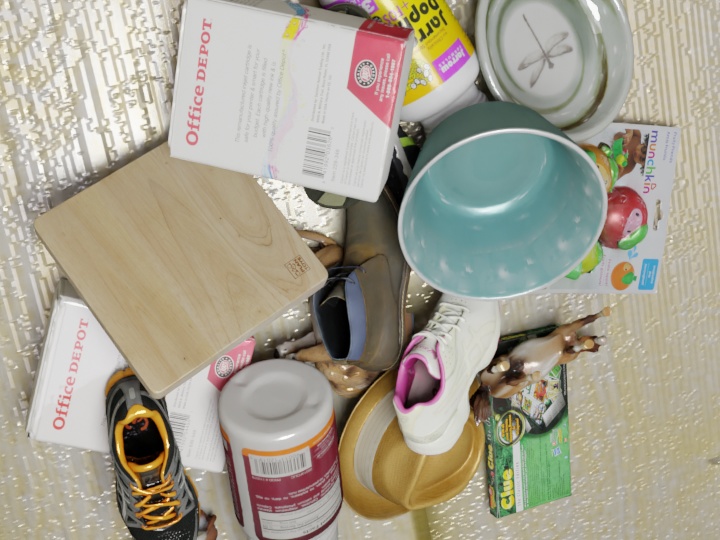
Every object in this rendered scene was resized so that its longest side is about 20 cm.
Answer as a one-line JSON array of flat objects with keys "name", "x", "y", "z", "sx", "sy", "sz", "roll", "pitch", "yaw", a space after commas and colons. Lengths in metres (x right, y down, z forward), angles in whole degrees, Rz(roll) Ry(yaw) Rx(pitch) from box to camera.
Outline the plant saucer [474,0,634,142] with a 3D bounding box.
[{"name": "plant saucer", "x": 0.189, "y": -0.227, "z": 1.168, "sx": 0.197, "sy": 0.050, "sz": 0.204, "roll": 3, "pitch": 85, "yaw": -29}]

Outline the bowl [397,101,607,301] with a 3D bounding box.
[{"name": "bowl", "x": 0.127, "y": -0.081, "z": 1.096, "sx": 0.197, "sy": 0.106, "sz": 0.203, "roll": -3, "pitch": 132, "yaw": -3}]

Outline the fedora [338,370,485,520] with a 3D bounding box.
[{"name": "fedora", "x": 0.069, "y": 0.187, "z": 1.209, "sx": 0.198, "sy": 0.081, "sz": 0.204, "roll": -15, "pitch": 118, "yaw": -31}]

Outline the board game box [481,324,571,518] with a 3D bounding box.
[{"name": "board game box", "x": 0.186, "y": 0.168, "z": 1.283, "sx": 0.103, "sy": 0.023, "sz": 0.204, "roll": -11, "pitch": 105, "yaw": -26}]

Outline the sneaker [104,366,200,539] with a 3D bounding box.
[{"name": "sneaker", "x": -0.200, "y": 0.196, "z": 1.087, "sx": 0.077, "sy": 0.077, "sz": 0.203, "roll": -17, "pitch": 107, "yaw": -10}]

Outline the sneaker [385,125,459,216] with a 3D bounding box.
[{"name": "sneaker", "x": 0.064, "y": -0.091, "z": 1.190, "sx": 0.083, "sy": 0.071, "sz": 0.202, "roll": -40, "pitch": 112, "yaw": -27}]

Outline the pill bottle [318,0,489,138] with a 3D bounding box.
[{"name": "pill bottle", "x": 0.050, "y": -0.220, "z": 1.124, "sx": 0.104, "sy": 0.104, "sz": 0.201, "roll": -37, "pitch": 109, "yaw": -3}]

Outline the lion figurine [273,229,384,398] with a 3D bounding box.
[{"name": "lion figurine", "x": -0.032, "y": 0.036, "z": 1.182, "sx": 0.121, "sy": 0.072, "sz": 0.204, "roll": -9, "pitch": 100, "yaw": -33}]

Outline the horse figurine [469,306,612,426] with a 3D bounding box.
[{"name": "horse figurine", "x": 0.184, "y": 0.096, "z": 1.199, "sx": 0.198, "sy": 0.133, "sz": 0.050, "roll": -28, "pitch": 83, "yaw": -15}]

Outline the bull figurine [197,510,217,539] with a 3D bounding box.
[{"name": "bull figurine", "x": -0.228, "y": 0.324, "z": 1.188, "sx": 0.065, "sy": 0.122, "sz": 0.201, "roll": 39, "pitch": 83, "yaw": 12}]

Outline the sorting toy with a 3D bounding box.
[{"name": "sorting toy", "x": -0.168, "y": -0.006, "z": 1.078, "sx": 0.197, "sy": 0.070, "sz": 0.201, "roll": -34, "pitch": 76, "yaw": -22}]

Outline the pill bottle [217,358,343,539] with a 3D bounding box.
[{"name": "pill bottle", "x": -0.075, "y": 0.198, "z": 1.136, "sx": 0.112, "sy": 0.115, "sz": 0.203, "roll": -12, "pitch": 127, "yaw": -11}]

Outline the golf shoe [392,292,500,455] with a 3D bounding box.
[{"name": "golf shoe", "x": 0.085, "y": 0.077, "z": 1.136, "sx": 0.092, "sy": 0.074, "sz": 0.203, "roll": 52, "pitch": 50, "yaw": -52}]

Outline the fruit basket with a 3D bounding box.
[{"name": "fruit basket", "x": 0.252, "y": -0.063, "z": 1.220, "sx": 0.196, "sy": 0.094, "sz": 0.189, "roll": 3, "pitch": 102, "yaw": -18}]

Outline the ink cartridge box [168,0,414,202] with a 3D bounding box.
[{"name": "ink cartridge box", "x": -0.061, "y": -0.161, "z": 1.030, "sx": 0.196, "sy": 0.086, "sz": 0.150, "roll": 14, "pitch": 111, "yaw": 6}]

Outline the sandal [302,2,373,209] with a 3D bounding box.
[{"name": "sandal", "x": -0.011, "y": -0.155, "z": 1.103, "sx": 0.078, "sy": 0.058, "sz": 0.204, "roll": 9, "pitch": 113, "yaw": 4}]

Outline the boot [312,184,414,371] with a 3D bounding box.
[{"name": "boot", "x": 0.000, "y": 0.000, "z": 1.129, "sx": 0.096, "sy": 0.074, "sz": 0.204, "roll": -2, "pitch": 82, "yaw": -55}]

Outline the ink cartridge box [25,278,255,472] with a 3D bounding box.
[{"name": "ink cartridge box", "x": -0.220, "y": 0.105, "z": 1.144, "sx": 0.197, "sy": 0.085, "sz": 0.148, "roll": 13, "pitch": 99, "yaw": -18}]
